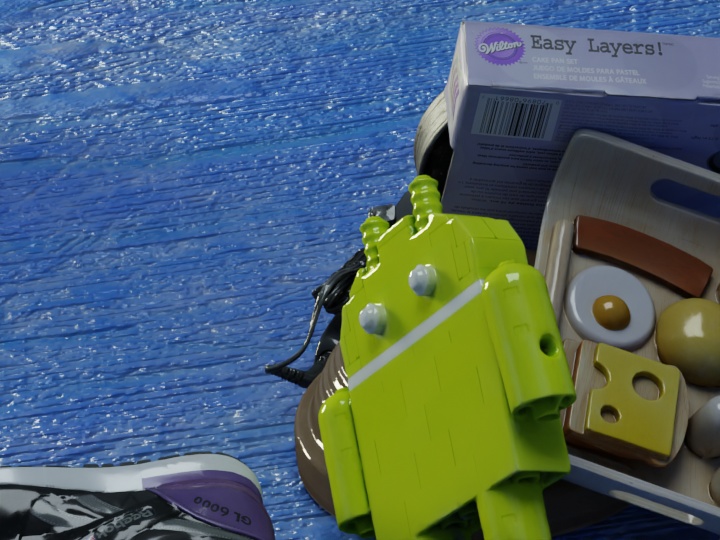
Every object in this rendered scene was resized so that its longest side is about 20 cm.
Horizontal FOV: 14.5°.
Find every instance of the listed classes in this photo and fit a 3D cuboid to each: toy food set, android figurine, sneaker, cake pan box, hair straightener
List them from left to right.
[{"bbox_3d":[-0.137,0.140,1.330,0.199,0.076,0.088,-11,33,-8],"label":"sneaker"},{"bbox_3d":[0.000,0.000,1.564,0.041,0.077,0.200,11,32,28],"label":"hair straightener"},{"bbox_3d":[0.038,0.056,1.314,0.041,0.201,0.182,2,-23,-33],"label":"android figurine"},{"bbox_3d":[0.128,-0.048,1.479,0.199,0.184,0.052,2,51,-6],"label":"cake pan box"},{"bbox_3d":[0.155,0.033,1.363,0.143,0.060,0.200,19,51,-8],"label":"toy food set"}]

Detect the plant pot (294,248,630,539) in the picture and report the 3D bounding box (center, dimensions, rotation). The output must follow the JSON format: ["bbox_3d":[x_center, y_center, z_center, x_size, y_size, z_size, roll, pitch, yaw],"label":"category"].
[{"bbox_3d":[0.061,0.050,1.437,0.200,0.093,0.201,-6,27,3],"label":"plant pot"}]
